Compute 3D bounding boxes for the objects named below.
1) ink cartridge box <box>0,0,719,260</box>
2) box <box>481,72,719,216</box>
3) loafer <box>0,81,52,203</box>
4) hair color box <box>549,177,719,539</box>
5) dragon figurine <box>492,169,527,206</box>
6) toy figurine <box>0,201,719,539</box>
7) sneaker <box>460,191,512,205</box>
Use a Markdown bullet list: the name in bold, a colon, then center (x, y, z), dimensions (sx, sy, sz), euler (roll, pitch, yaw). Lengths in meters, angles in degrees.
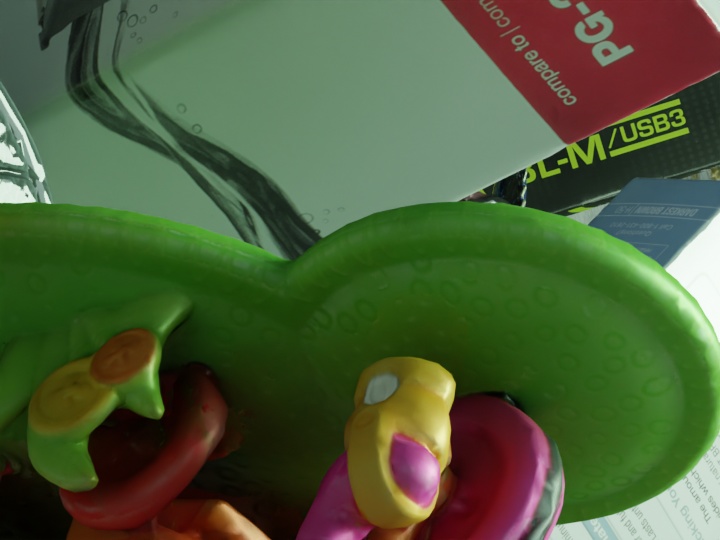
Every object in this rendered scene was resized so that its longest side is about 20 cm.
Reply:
- **ink cartridge box**: center (-0.026, -0.077, 0.615), dimensions (0.083, 0.200, 0.145), euler (44, 29, -41)
- **box**: center (0.077, -0.044, 1.038), dimensions (0.200, 0.193, 0.048), euler (-20, 95, -76)
- **loafer**: center (-0.133, -0.070, 0.518), dimensions (0.072, 0.063, 0.200), euler (-42, 114, -42)
- **hair color box**: center (0.066, 0.071, 0.833), dimensions (0.061, 0.200, 0.099), euler (5, -47, 55)
- **dragon figurine**: center (0.038, 0.029, 0.887), dimensions (0.059, 0.200, 0.099), euler (30, 2, -37)
- **toy figurine**: center (-0.038, 0.098, 0.435), dimensions (0.150, 0.200, 0.184), euler (50, 37, -35)
- **sneaker**: center (0.000, 0.000, 0.822), dimensions (0.200, 0.115, 0.076), euler (-52, 124, -75)
